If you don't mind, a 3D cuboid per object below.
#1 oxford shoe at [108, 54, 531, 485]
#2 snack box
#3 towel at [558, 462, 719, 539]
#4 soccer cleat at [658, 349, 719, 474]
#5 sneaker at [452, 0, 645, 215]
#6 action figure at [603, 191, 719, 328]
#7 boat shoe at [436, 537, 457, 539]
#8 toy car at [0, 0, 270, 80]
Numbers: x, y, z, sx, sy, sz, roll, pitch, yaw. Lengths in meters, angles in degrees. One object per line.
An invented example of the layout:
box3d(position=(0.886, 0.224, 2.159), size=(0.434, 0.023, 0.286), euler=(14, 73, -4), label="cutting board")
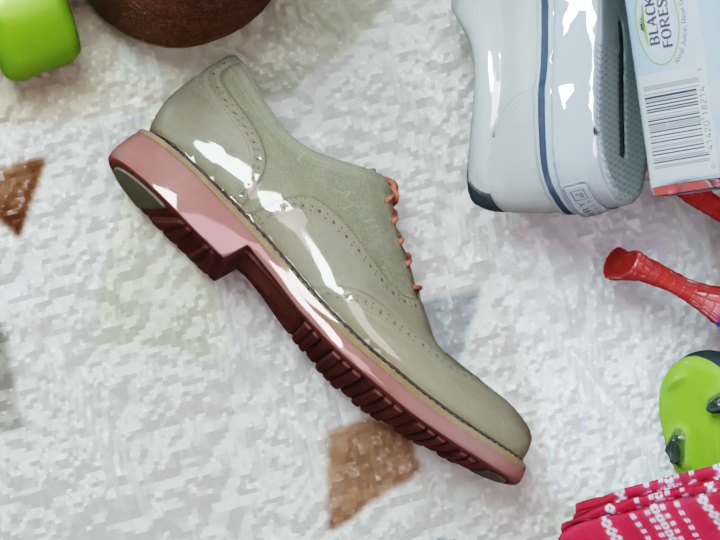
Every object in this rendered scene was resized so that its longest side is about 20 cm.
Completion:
box3d(position=(0.000, 0.000, 0.857), size=(0.200, 0.070, 0.075), euler=(43, 77, -7), label="oxford shoe")
box3d(position=(0.150, -0.133, 0.855), size=(0.142, 0.053, 0.202), euler=(-9, 91, -54), label="snack box")
box3d(position=(0.183, 0.134, 0.847), size=(0.199, 0.022, 0.145), euler=(-19, 95, 32), label="towel")
box3d(position=(0.198, 0.108, 0.895), size=(0.200, 0.068, 0.081), euler=(49, 42, 7), label="soccer cleat")
box3d(position=(0.069, -0.119, 0.864), size=(0.070, 0.073, 0.201), euler=(-5, 71, 28), label="sneaker")
box3d(position=(0.194, 0.024, 0.900), size=(0.199, 0.052, 0.066), euler=(29, 89, -13), label="action figure")
box3d(position=(0.020, 0.209, 0.853), size=(0.091, 0.071, 0.201), euler=(32, 83, -6), label="boat shoe")
box3d(position=(-0.070, -0.163, 0.781), size=(0.163, 0.200, 0.159), euler=(-23, 93, -10), label="toy car")
